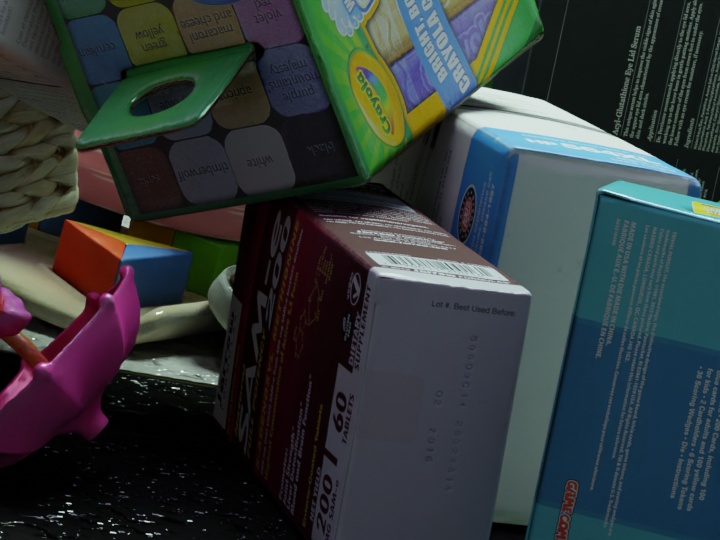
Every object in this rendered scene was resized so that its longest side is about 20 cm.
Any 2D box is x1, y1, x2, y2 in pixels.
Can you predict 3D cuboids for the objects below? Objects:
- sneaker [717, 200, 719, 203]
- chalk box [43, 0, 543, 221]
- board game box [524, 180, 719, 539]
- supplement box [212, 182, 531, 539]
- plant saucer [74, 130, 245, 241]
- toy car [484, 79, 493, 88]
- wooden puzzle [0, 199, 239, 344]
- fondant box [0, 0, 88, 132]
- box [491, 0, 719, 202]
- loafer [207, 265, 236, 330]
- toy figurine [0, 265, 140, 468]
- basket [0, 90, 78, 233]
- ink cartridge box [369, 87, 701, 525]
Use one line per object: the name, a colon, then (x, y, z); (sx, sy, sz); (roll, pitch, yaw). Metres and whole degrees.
sneaker: (0.206, -0.014, 1.538); (0.074, 0.084, 0.200); (-4, -17, 9)
chalk box: (-0.039, -0.102, 1.165); (0.124, 0.124, 0.200); (-8, 20, 35)
board game box: (0.163, 0.066, 0.994); (0.199, 0.152, 0.047); (14, 10, 12)
supplement box: (-0.001, 0.034, 1.115); (0.061, 0.109, 0.200); (7, 10, -16)
plant saucer: (-0.093, -0.060, 1.466); (0.200, 0.051, 0.201); (16, 11, -3)
toy car: (0.144, -0.075, 1.739); (0.199, 0.176, 0.150); (10, 24, -11)
wooden puzzle: (-0.132, -0.013, 1.418); (0.199, 0.046, 0.185); (16, 11, 27)
fondant box: (-0.118, -0.145, 1.220); (0.058, 0.145, 0.200); (11, -9, 29)
box: (0.142, -0.075, 1.621); (0.141, 0.201, 0.079); (9, 11, -13)
loafer: (0.000, 0.000, 1.389); (0.072, 0.063, 0.200); (46, 21, 12)
toy figurine: (-0.165, -0.009, 1.071); (0.184, 0.150, 0.200); (29, -17, 30)
basket: (-0.249, -0.100, 1.307); (0.200, 0.161, 0.198); (-19, 26, -34)
ink cartridge box: (0.055, 0.008, 1.216); (0.084, 0.147, 0.200); (7, 11, -15)
